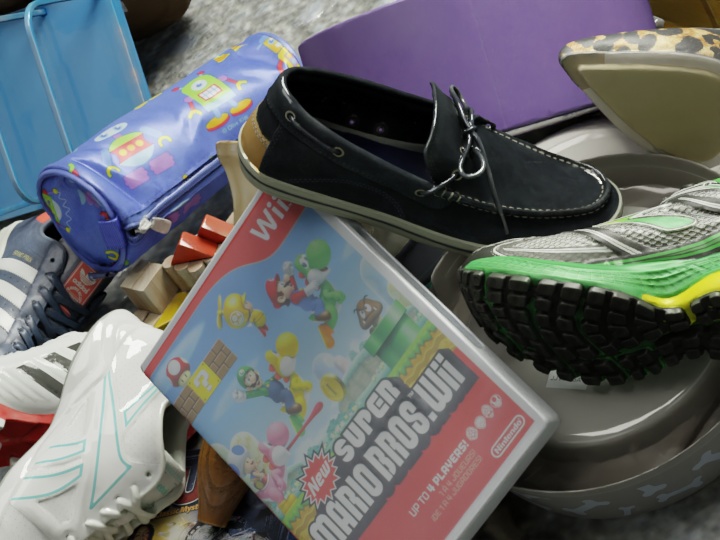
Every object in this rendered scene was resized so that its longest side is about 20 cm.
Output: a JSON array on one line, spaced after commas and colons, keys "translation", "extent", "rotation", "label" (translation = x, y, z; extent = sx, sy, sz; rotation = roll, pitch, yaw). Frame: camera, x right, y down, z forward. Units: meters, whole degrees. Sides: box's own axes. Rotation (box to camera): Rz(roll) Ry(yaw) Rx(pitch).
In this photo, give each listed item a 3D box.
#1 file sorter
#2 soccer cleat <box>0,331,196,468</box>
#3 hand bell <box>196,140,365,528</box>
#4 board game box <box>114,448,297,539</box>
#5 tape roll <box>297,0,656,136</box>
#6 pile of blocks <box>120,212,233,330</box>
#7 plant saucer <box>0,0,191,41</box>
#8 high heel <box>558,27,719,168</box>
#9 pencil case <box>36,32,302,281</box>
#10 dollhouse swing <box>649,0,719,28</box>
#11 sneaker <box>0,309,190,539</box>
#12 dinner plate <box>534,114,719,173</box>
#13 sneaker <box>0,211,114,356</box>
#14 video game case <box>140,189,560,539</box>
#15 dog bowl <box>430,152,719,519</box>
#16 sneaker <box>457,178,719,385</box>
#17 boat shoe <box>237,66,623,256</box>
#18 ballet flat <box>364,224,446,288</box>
[{"translation": [-0.261, -0.102, 1.357], "extent": [0.200, 0.139, 0.123], "rotation": [-15, 6, 24], "label": "file sorter"}, {"translation": [-0.192, 0.074, 1.176], "extent": [0.200, 0.069, 0.085], "rotation": [-2, 40, 0], "label": "soccer cleat"}, {"translation": [-0.054, 0.040, 1.062], "extent": [0.104, 0.104, 0.200], "rotation": [11, 85, 43], "label": "hand bell"}, {"translation": [-0.117, 0.164, 1.090], "extent": [0.200, 0.035, 0.136], "rotation": [-13, 43, 26], "label": "board game box"}, {"translation": [0.071, -0.116, 1.121], "extent": [0.200, 0.085, 0.200], "rotation": [-16, 1, 0], "label": "tape roll"}, {"translation": [-0.068, -0.009, 1.215], "extent": [0.200, 0.062, 0.082], "rotation": [-33, 38, 4], "label": "pile of blocks"}, {"translation": [-0.211, -0.197, 1.444], "extent": [0.200, 0.200, 0.030], "rotation": [-15, 78, 23], "label": "plant saucer"}, {"translation": [0.187, -0.122, 1.070], "extent": [0.143, 0.200, 0.071], "rotation": [-98, 28, -45], "label": "high heel"}, {"translation": [-0.113, -0.077, 1.270], "extent": [0.087, 0.078, 0.200], "rotation": [27, 51, 36], "label": "pencil case"}, {"translation": [0.194, -0.255, 1.173], "extent": [0.182, 0.200, 0.176], "rotation": [-33, 33, 2], "label": "dollhouse swing"}, {"translation": [-0.145, 0.119, 1.075], "extent": [0.080, 0.070, 0.200], "rotation": [21, 71, 16], "label": "sneaker"}, {"translation": [0.130, -0.027, 1.121], "extent": [0.200, 0.024, 0.200], "rotation": [-20, 41, 19], "label": "dinner plate"}, {"translation": [-0.203, 0.026, 1.266], "extent": [0.084, 0.075, 0.200], "rotation": [-25, 39, 20], "label": "sneaker"}, {"translation": [-0.011, 0.062, 0.989], "extent": [0.200, 0.017, 0.143], "rotation": [44, 112, 24], "label": "video game case"}, {"translation": [0.127, 0.037, 1.006], "extent": [0.200, 0.059, 0.200], "rotation": [-16, 50, 20], "label": "dog bowl"}, {"translation": [0.144, 0.002, 0.942], "extent": [0.200, 0.078, 0.085], "rotation": [-2, 49, 18], "label": "sneaker"}, {"translation": [0.040, -0.055, 0.982], "extent": [0.200, 0.062, 0.075], "rotation": [14, 42, -8], "label": "boat shoe"}, {"translation": [0.000, 0.000, 1.130], "extent": [0.200, 0.073, 0.073], "rotation": [-45, 38, -1], "label": "ballet flat"}]
